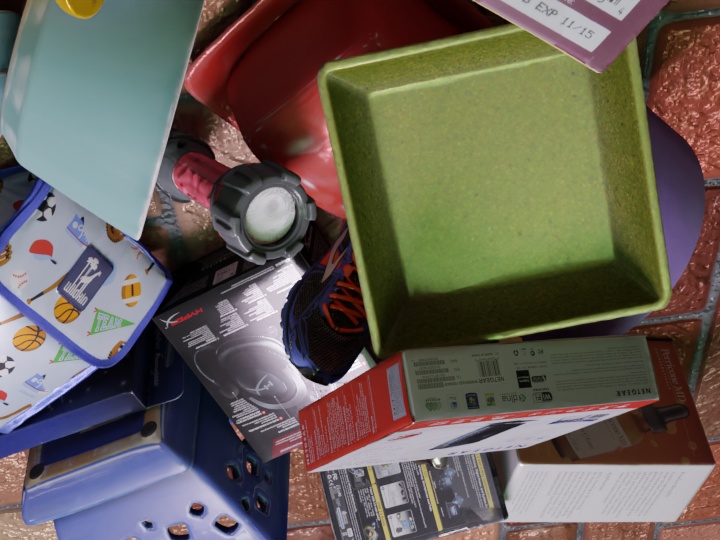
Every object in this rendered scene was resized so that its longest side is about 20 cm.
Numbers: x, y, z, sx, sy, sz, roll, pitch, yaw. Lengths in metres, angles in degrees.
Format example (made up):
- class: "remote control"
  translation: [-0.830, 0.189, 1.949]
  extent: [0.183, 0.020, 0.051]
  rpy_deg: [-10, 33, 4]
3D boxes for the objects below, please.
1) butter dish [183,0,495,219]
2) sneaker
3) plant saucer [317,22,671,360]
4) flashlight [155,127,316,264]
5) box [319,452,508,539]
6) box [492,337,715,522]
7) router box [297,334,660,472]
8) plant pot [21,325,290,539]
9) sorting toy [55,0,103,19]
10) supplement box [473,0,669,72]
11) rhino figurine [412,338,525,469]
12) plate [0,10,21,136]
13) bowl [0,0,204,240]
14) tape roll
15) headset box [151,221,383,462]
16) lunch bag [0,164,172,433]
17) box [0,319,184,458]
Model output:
- class: "butter dish"
  translation: [0.003, -0.108, 0.887]
  extent: [0.200, 0.148, 0.199]
  rpy_deg: [-35, 133, 27]
- class: "sneaker"
  translation: [0.000, 0.000, 0.973]
  extent: [0.075, 0.201, 0.078]
  rpy_deg: [32, 151, -13]
- class: "plant saucer"
  translation: [0.088, -0.058, 0.806]
  extent: [0.198, 0.048, 0.201]
  rpy_deg: [-11, 105, 4]
- class: "flashlight"
  translation: [-0.107, -0.063, 0.889]
  extent: [0.068, 0.200, 0.068]
  rpy_deg: [-18, 117, -28]
- class: "box"
  translation: [0.035, 0.156, 1.159]
  extent: [0.160, 0.201, 0.049]
  rpy_deg: [-18, 169, 11]
- class: "box"
  translation: [0.221, 0.157, 1.220]
  extent: [0.199, 0.153, 0.107]
  rpy_deg: [2, 138, -13]
- class: "router box"
  translation: [0.080, 0.097, 0.889]
  extent: [0.199, 0.049, 0.179]
  rpy_deg: [-2, 163, -26]
- class: "plant pot"
  translation: [-0.192, 0.170, 1.141]
  extent: [0.199, 0.201, 0.180]
  rpy_deg: [-21, 131, 17]
- class: "sorting toy"
  translation: [-0.215, -0.211, 0.715]
  extent: [0.179, 0.200, 0.107]
  rpy_deg: [1, 123, 24]
- class: "supplement box"
  translation: [0.099, -0.232, 0.718]
  extent: [0.130, 0.201, 0.103]
  rpy_deg: [22, 127, -30]
- class: "rhino figurine"
  translation: [0.082, 0.099, 1.065]
  extent: [0.060, 0.088, 0.201]
  rpy_deg: [-11, 139, -38]
- class: "plate"
  translation: [-0.278, -0.083, 0.813]
  extent: [0.026, 0.200, 0.200]
  rpy_deg: [38, 128, -1]
- class: "bowl"
  translation: [-0.169, -0.130, 0.807]
  extent: [0.104, 0.201, 0.201]
  rpy_deg: [15, 135, -10]
- class: "tape roll"
  translation: [0.155, -0.046, 0.942]
  extent: [0.200, 0.201, 0.085]
  rpy_deg: [-36, 131, 29]
- class: "headset box"
  translation: [-0.062, 0.067, 1.085]
  extent: [0.148, 0.077, 0.200]
  rpy_deg: [-25, 118, 19]
- class: "lunch bag"
  translation: [-0.277, 0.016, 1.008]
  extent: [0.200, 0.124, 0.170]
  rpy_deg: [-34, 135, 7]
- class: "box"
  translation: [-0.249, 0.088, 1.088]
  extent: [0.199, 0.122, 0.032]
  rpy_deg: [-19, 134, 12]
